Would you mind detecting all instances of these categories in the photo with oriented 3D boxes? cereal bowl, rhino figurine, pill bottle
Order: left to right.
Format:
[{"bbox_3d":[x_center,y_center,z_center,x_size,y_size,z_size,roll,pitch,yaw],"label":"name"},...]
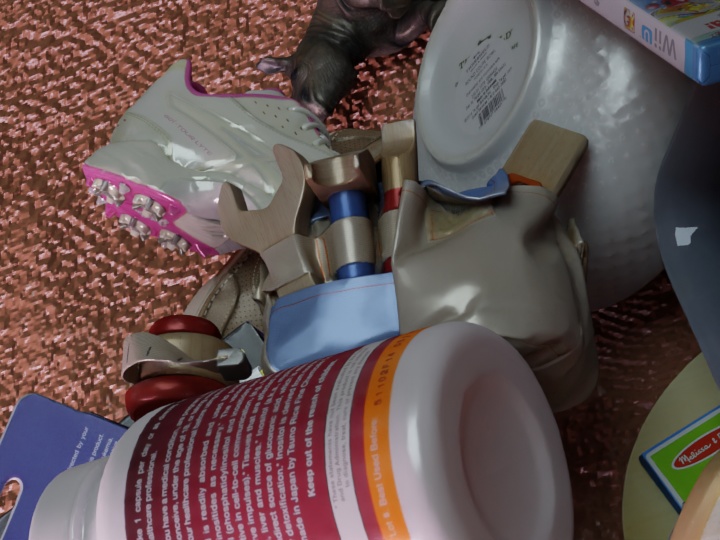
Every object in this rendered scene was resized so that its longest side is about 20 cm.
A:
[{"bbox_3d":[-0.027,0.096,0.832,0.199,0.113,0.114,-17,52,30],"label":"pill bottle"},{"bbox_3d":[0.012,-0.144,1.144,0.200,0.060,0.087,-52,31,-10],"label":"rhino figurine"},{"bbox_3d":[0.085,-0.085,0.990,0.200,0.083,0.202,-32,51,48],"label":"cereal bowl"}]

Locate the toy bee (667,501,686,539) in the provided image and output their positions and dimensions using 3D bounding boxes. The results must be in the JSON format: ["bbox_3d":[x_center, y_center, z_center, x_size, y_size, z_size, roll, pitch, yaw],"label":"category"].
[{"bbox_3d":[0.059,0.170,0.862,0.108,0.131,0.201,23,81,26],"label":"toy bee"}]

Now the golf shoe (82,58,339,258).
[{"bbox_3d":[-0.031,-0.041,1.008,0.199,0.075,0.092,21,68,16],"label":"golf shoe"}]

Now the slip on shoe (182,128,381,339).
[{"bbox_3d":[-0.029,0.016,1.051,0.060,0.076,0.201,-5,47,52],"label":"slip on shoe"}]

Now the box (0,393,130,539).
[{"bbox_3d":[-0.079,0.141,0.929,0.199,0.032,0.122,21,83,15],"label":"box"}]

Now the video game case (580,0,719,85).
[{"bbox_3d":[0.148,-0.134,0.881,0.142,0.018,0.200,-15,31,-18],"label":"video game case"}]

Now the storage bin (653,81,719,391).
[{"bbox_3d":[0.217,0.013,0.845,0.133,0.146,0.201,-4,50,-18],"label":"storage bin"}]

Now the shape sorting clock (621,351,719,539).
[{"bbox_3d":[0.207,0.092,0.890,0.198,0.039,0.201,-9,55,13],"label":"shape sorting clock"}]

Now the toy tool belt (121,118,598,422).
[{"bbox_3d":[0.000,0.000,0.907,0.198,0.125,0.124,-5,63,9],"label":"toy tool belt"}]

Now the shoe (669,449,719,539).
[{"bbox_3d":[0.144,0.162,0.812,0.053,0.070,0.202,15,110,32],"label":"shoe"}]

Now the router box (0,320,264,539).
[{"bbox_3d":[-0.081,0.144,0.974,0.200,0.051,0.150,-39,74,3],"label":"router box"}]
